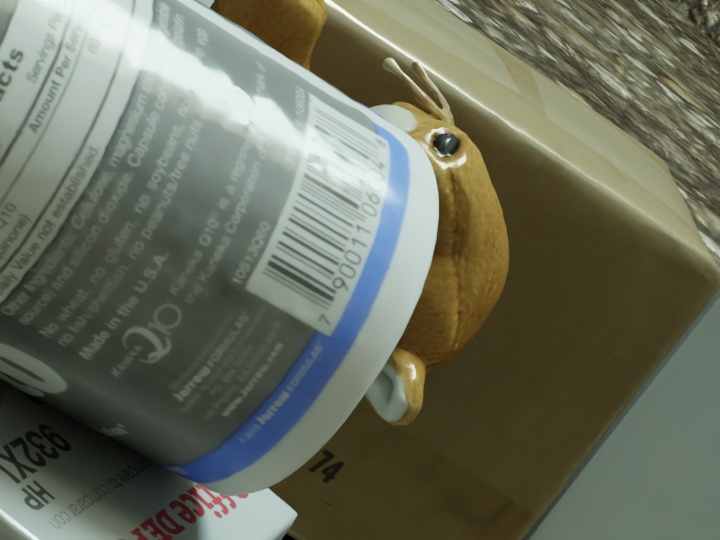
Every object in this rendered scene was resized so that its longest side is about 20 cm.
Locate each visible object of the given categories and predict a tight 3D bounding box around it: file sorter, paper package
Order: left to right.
[{"bbox_3d":[0.000,0.000,0.998,0.200,0.191,0.104,31,18,-19],"label":"paper package"},{"bbox_3d":[0.150,0.085,1.082,0.139,0.200,0.125,35,12,-10],"label":"file sorter"}]

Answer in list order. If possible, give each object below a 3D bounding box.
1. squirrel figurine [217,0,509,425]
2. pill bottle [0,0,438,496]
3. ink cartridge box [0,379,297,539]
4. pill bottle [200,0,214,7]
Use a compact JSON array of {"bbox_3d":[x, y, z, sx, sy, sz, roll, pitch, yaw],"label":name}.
[{"bbox_3d":[-0.050,-0.005,0.864,0.186,0.200,0.142,23,31,5],"label":"squirrel figurine"},{"bbox_3d":[-0.089,-0.033,0.697,0.200,0.114,0.114,31,16,-23],"label":"pill bottle"},{"bbox_3d":[-0.131,0.049,0.739,0.200,0.084,0.145,40,14,6],"label":"ink cartridge box"},{"bbox_3d":[-0.092,-0.160,1.237,0.116,0.116,0.200,40,31,10],"label":"pill bottle"}]
